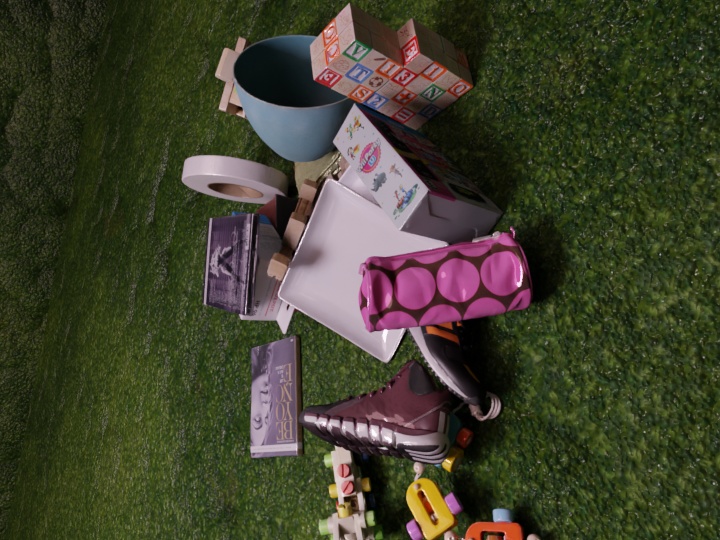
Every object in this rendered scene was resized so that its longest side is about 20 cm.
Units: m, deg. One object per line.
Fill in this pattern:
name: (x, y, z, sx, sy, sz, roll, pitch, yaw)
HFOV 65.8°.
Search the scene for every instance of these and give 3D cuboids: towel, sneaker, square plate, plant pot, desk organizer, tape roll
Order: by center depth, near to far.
sneaker: (0.111, 0.067, 0.691, 0.090, 0.070, 0.201, -42, 46, 12)
sneaker: (0.025, 0.164, 0.692, 0.197, 0.076, 0.117, 3, 56, 26)
square plate: (0.000, 0.000, 0.806, 0.198, 0.028, 0.200, 30, 108, 10)
plant pot: (-0.091, -0.251, 0.863, 0.136, 0.197, 0.202, 96, 153, -49)
sneaker: (-0.051, -0.022, 0.880, 0.071, 0.074, 0.203, -106, 26, -62)
towel: (-0.054, -0.214, 0.962, 0.200, 0.036, 0.150, -47, 40, 30)
desk organizer: (-0.141, -0.025, 1.009, 0.077, 0.071, 0.203, -23, 64, 46)
tape roll: (-0.233, -0.168, 1.048, 0.201, 0.201, 0.038, 1, 81, 49)

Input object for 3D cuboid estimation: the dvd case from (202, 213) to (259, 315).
dvd case: (-0.213, -0.012, 0.901, 0.199, 0.016, 0.152, 4, 90, 56)

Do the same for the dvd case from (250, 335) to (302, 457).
dvd case: (-0.156, 0.231, 1.008, 0.148, 0.016, 0.204, -20, 67, 45)

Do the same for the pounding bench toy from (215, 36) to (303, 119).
pounding bench toy: (-0.151, -0.312, 0.967, 0.200, 0.154, 0.126, -67, -3, -80)

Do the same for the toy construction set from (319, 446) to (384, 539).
toy construction set: (-0.013, 0.287, 0.752, 0.090, 0.131, 0.203, 0, 68, 11)

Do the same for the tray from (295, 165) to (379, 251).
tray: (-0.019, -0.073, 0.884, 0.107, 0.022, 0.200, 41, 120, -1)

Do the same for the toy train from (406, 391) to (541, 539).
toy train: (0.127, 0.252, 0.656, 0.148, 0.056, 0.203, -13, 59, 19)

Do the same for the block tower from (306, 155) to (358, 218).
block tower: (-0.015, -0.143, 0.902, 0.200, 0.053, 0.058, -48, 49, 32)

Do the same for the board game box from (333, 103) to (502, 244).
board game box: (0.071, -0.123, 0.728, 0.065, 0.146, 0.201, -56, 46, 25)

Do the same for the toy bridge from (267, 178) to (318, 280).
toy bridge: (-0.105, -0.060, 0.864, 0.068, 0.027, 0.202, 117, 171, -45)

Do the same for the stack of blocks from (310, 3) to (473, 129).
stack of blocks: (0.045, -0.276, 0.752, 0.115, 0.198, 0.060, -29, 60, 42)

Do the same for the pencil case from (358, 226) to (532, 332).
pencil case: (0.093, 0.012, 0.647, 0.091, 0.196, 0.095, -95, -6, -74)

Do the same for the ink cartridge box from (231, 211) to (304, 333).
ink cartridge box: (-0.170, 0.001, 0.924, 0.200, 0.067, 0.117, 50, 127, 46)
